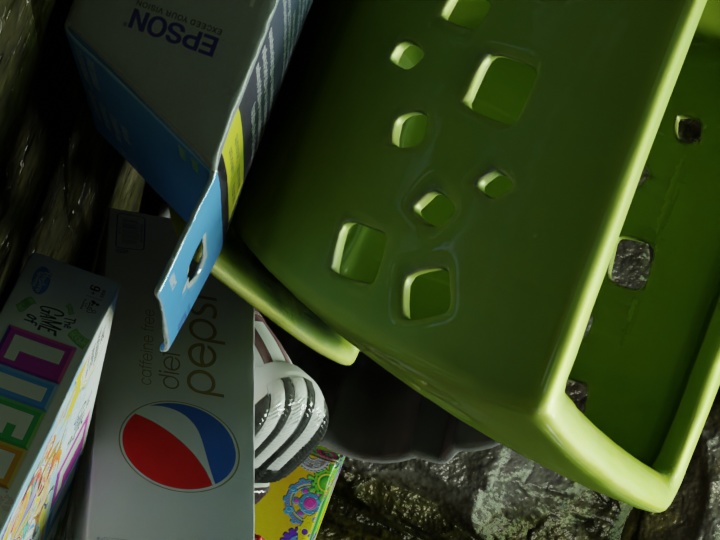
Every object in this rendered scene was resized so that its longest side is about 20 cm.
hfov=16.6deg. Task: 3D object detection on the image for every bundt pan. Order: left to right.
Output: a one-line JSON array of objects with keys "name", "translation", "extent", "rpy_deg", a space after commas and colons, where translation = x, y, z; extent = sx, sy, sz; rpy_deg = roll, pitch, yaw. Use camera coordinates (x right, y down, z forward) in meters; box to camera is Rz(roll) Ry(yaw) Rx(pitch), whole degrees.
[{"name": "bundt pan", "translation": [0.000, 0.000, 1.155], "extent": [0.202, 0.200, 0.076], "rpy_deg": [108, 3, -52]}]

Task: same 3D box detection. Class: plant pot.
[{"name": "plant pot", "translation": [0.049, -0.041, 0.938], "extent": [0.200, 0.180, 0.200], "rpy_deg": [-68, 157, -8]}]

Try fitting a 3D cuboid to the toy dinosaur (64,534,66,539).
[{"name": "toy dinosaur", "translation": [-0.130, 0.180, 1.032], "extent": [0.102, 0.076, 0.201], "rpy_deg": [-96, -153, -77]}]

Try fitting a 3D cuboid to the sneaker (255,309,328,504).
[{"name": "sneaker", "translation": [-0.100, 0.075, 1.116], "extent": [0.200, 0.116, 0.075], "rpy_deg": [-43, 148, 27]}]

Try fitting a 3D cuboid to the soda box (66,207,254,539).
[{"name": "soda box", "translation": [-0.077, 0.068, 0.949], "extent": [0.201, 0.063, 0.068], "rpy_deg": [-92, -165, -48]}]

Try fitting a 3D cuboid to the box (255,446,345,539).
[{"name": "box", "translation": [-0.087, 0.154, 1.521], "extent": [0.200, 0.121, 0.194], "rpy_deg": [-67, 176, -76]}]

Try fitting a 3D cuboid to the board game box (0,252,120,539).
[{"name": "board game box", "translation": [-0.134, 0.110, 0.859], "extent": [0.201, 0.034, 0.135], "rpy_deg": [108, 2, -46]}]

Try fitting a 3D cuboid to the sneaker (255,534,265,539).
[{"name": "sneaker", "translation": [-0.082, 0.111, 1.233], "extent": [0.200, 0.115, 0.079], "rpy_deg": [107, 3, -57]}]

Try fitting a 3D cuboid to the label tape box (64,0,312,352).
[{"name": "label tape box", "translation": [-0.054, -0.084, 0.807], "extent": [0.143, 0.066, 0.201], "rpy_deg": [105, 7, -81]}]
